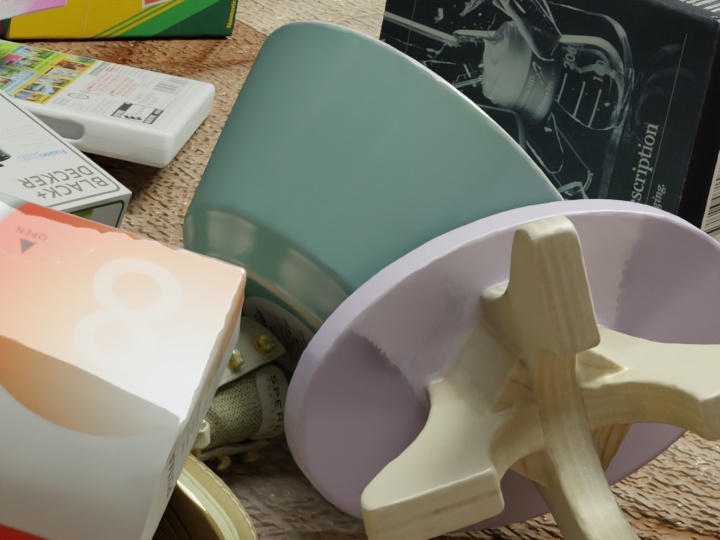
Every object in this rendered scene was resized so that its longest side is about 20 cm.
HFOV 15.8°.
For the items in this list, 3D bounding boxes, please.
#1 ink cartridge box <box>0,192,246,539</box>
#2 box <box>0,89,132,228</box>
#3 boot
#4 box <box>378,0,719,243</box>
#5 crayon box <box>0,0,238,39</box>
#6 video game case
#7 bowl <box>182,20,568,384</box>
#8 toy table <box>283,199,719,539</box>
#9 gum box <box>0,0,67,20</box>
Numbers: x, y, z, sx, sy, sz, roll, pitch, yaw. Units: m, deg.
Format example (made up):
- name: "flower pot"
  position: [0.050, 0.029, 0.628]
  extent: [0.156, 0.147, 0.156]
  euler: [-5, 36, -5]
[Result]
- name: "ink cartridge box"
  position: [-0.146, 0.059, 0.908]
  extent: [0.161, 0.050, 0.200]
  euler: [17, 50, 5]
- name: "box"
  position: [-0.220, -0.057, 1.242]
  extent: [0.200, 0.060, 0.116]
  euler: [38, 30, 26]
- name: "boot"
  position: [-0.076, 0.068, 1.041]
  extent: [0.200, 0.072, 0.154]
  euler: [28, 23, 38]
- name: "box"
  position: [0.102, -0.063, 1.293]
  extent: [0.182, 0.201, 0.104]
  euler: [22, 23, 29]
- name: "crayon box"
  position: [-0.148, -0.250, 1.652]
  extent: [0.172, 0.201, 0.058]
  euler: [-6, 27, -38]
- name: "video game case"
  position: [-0.182, -0.100, 1.458]
  extent: [0.181, 0.023, 0.200]
  euler: [12, 13, 1]
- name: "bowl"
  position: [0.000, 0.000, 1.130]
  extent: [0.200, 0.201, 0.105]
  euler: [27, 63, 35]
- name: "toy table"
  position: [0.078, 0.051, 1.020]
  extent: [0.199, 0.184, 0.117]
  euler: [-29, 22, -7]
- name: "gum box"
  position: [-0.272, -0.178, 1.411]
  extent: [0.199, 0.114, 0.066]
  euler: [-17, 10, -27]
